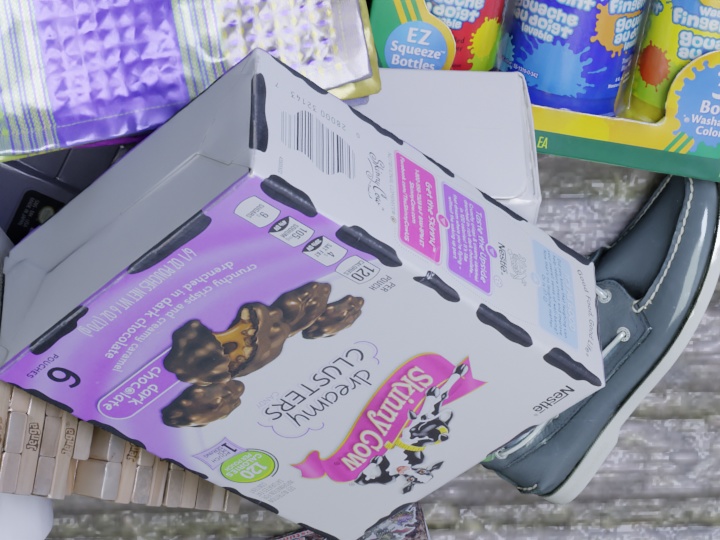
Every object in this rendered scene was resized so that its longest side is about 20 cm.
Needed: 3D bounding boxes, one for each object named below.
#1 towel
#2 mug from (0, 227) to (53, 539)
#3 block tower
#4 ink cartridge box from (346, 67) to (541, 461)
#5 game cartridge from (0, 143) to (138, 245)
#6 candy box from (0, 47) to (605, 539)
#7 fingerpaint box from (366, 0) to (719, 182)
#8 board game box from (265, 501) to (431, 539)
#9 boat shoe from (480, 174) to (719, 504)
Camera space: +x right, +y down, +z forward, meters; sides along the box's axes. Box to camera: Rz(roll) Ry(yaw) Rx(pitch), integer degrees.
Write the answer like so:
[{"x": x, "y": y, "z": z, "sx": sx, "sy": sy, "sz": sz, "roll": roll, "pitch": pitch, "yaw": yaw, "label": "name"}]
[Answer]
[{"x": -0.091, "y": -0.124, "z": 0.958, "sx": 0.199, "sy": 0.023, "sz": 0.144, "roll": -10, "pitch": 101, "yaw": -20, "label": "towel"}, {"x": -0.233, "y": 0.045, "z": 1.060, "sx": 0.185, "sy": 0.149, "sz": 0.154, "roll": 0, "pitch": 105, "yaw": -12, "label": "mug"}, {"x": -0.136, "y": 0.072, "z": 1.018, "sx": 0.200, "sy": 0.058, "sz": 0.054, "roll": 13, "pitch": 84, "yaw": -51, "label": "block tower"}, {"x": 0.000, "y": 0.000, "z": 1.077, "sx": 0.145, "sy": 0.085, "sz": 0.201, "roll": 2, "pitch": 140, "yaw": -4, "label": "ink cartridge box"}, {"x": -0.194, "y": 0.002, "z": 1.134, "sx": 0.129, "sy": 0.038, "sz": 0.201, "roll": 25, "pitch": 109, "yaw": -10, "label": "game cartridge"}, {"x": -0.024, "y": 0.020, "z": 0.978, "sx": 0.200, "sy": 0.072, "sz": 0.168, "roll": 30, "pitch": 130, "yaw": -32, "label": "candy box"}, {"x": 0.103, "y": -0.141, "z": 1.076, "sx": 0.199, "sy": 0.073, "sz": 0.168, "roll": 9, "pitch": 112, "yaw": -9, "label": "fingerpaint box"}, {"x": 0.014, "y": 0.239, "z": 1.161, "sx": 0.096, "sy": 0.200, "sz": 0.160, "roll": -17, "pitch": 113, "yaw": 2, "label": "board game box"}, {"x": 0.118, "y": 0.028, "z": 1.151, "sx": 0.062, "sy": 0.073, "sz": 0.201, "roll": 20, "pitch": 115, "yaw": -17, "label": "boat shoe"}]
